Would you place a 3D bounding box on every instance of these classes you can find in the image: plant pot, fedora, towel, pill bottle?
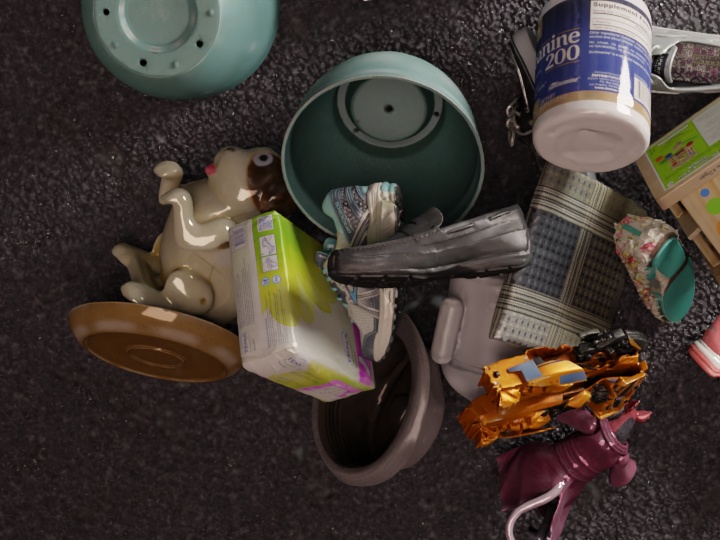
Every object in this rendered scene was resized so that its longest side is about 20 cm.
[{"bbox_3d":[0.026,-0.141,1.302,0.200,0.134,0.201,2,127,3],"label":"plant pot"},{"bbox_3d":[-0.217,0.083,1.366,0.200,0.200,0.028,10,68,1],"label":"plant pot"},{"bbox_3d":[0.032,0.139,1.395,0.090,0.177,0.200,16,83,-43],"label":"fedora"},{"bbox_3d":[0.214,0.000,1.320,0.034,0.200,0.193,15,87,42],"label":"towel"},{"bbox_3d":[-0.190,-0.264,1.284,0.200,0.161,0.201,1,105,4],"label":"plant pot"},{"bbox_3d":[0.226,-0.206,1.240,0.111,0.111,0.200,6,64,2],"label":"pill bottle"}]

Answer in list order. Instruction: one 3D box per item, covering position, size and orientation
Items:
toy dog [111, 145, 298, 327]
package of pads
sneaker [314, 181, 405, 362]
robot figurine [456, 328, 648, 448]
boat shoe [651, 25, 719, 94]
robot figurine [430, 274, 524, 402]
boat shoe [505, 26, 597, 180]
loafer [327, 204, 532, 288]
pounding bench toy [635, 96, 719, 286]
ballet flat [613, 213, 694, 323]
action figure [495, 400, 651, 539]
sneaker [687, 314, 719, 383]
[{"bbox_3d":[-0.143,-0.041,1.354,0.194,0.140,0.200,31,104,-18],"label":"toy dog"},{"bbox_3d":[-0.059,0.046,1.300,0.068,0.200,0.155,-17,67,21],"label":"package of pads"},{"bbox_3d":[0.000,0.000,1.290,0.086,0.078,0.200,5,118,10],"label":"sneaker"},{"bbox_3d":[0.204,0.121,1.304,0.200,0.058,0.145,-10,146,-21],"label":"robot figurine"},{"bbox_3d":[0.312,-0.218,1.314,0.200,0.072,0.070,2,104,3],"label":"boat shoe"},{"bbox_3d":[0.147,0.059,1.372,0.169,0.113,0.200,-4,108,-32],"label":"robot figurine"},{"bbox_3d":[0.187,-0.155,1.339,0.068,0.074,0.200,-19,117,18],"label":"boat shoe"},{"bbox_3d":[0.064,-0.024,1.208,0.200,0.068,0.071,-7,81,-12],"label":"loafer"},{"bbox_3d":[0.408,-0.092,1.274,0.200,0.124,0.156,-36,110,16],"label":"pounding bench toy"},{"bbox_3d":[0.308,-0.008,1.338,0.064,0.200,0.076,35,81,30],"label":"ballet flat"},{"bbox_3d":[0.230,0.204,1.396,0.134,0.149,0.200,45,116,-2],"label":"action figure"},{"bbox_3d":[0.461,0.110,1.390,0.200,0.074,0.087,29,103,-4],"label":"sneaker"}]
